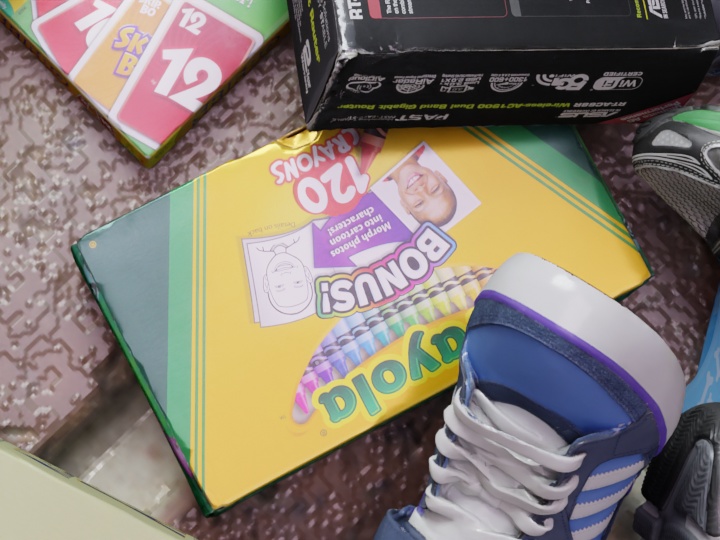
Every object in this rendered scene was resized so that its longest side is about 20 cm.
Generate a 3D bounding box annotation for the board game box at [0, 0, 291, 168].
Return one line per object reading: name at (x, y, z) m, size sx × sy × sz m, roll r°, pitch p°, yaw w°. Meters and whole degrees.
board game box at (-0.050, -0.146, 0.921) m, size 0.096 × 0.030 × 0.200 m, roll 44°, pitch 79°, yaw 2°

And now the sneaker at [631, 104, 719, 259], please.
sneaker at (0.177, 0.015, 0.845) m, size 0.200 × 0.078 × 0.085 m, roll 43°, pitch 82°, yaw 1°

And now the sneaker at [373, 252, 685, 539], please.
sneaker at (0.047, 0.093, 0.813) m, size 0.080 × 0.200 × 0.147 m, roll 30°, pitch 74°, yaw 16°

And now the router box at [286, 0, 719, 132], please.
router box at (0.043, -0.154, 0.867) m, size 0.149 × 0.062 × 0.201 m, roll -1°, pitch 65°, yaw -16°

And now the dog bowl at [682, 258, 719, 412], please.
dog bowl at (0.191, 0.018, 0.910) m, size 0.111 × 0.050 × 0.202 m, roll 7°, pitch 83°, yaw -4°

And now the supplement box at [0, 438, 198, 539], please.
supplement box at (-0.143, 0.169, 0.817) m, size 0.199 × 0.134 × 0.201 m, roll 27°, pitch 81°, yaw -1°

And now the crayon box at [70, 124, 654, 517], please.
crayon box at (0.000, 0.000, 0.889) m, size 0.199 × 0.058 × 0.119 m, roll -28°, pitch 85°, yaw -8°

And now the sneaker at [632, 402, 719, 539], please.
sneaker at (0.168, 0.146, 0.874) m, size 0.115 × 0.075 × 0.201 m, roll -1°, pitch 106°, yaw -15°

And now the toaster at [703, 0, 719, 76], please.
toaster at (0.182, -0.175, 0.903) m, size 0.128 × 0.114 × 0.202 m, roll -2°, pitch 82°, yaw -9°
